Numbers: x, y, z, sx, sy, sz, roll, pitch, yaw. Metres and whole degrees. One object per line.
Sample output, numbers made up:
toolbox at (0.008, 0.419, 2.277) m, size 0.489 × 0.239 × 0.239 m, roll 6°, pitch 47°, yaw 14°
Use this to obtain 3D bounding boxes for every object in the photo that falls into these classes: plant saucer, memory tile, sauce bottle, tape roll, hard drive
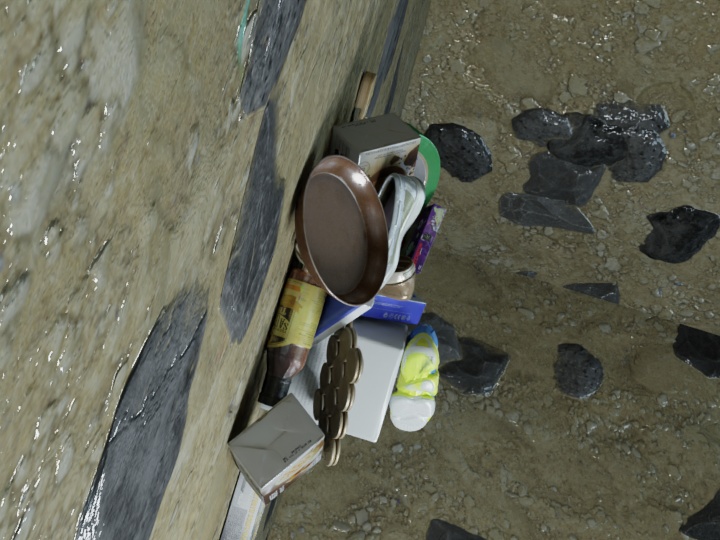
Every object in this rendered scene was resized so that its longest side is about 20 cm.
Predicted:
plant saucer at (-0.028, -0.051, 1.332) m, size 0.200 × 0.034 × 0.202 m, roll 20°, pitch 65°, yaw -53°
memory tile at (-0.034, 0.169, 1.477) m, size 0.154 × 0.017 × 0.201 m, roll -112°, pitch -148°, yaw -57°
sauce bottle at (-0.100, 0.098, 1.451) m, size 0.066 × 0.066 × 0.201 m, roll 92°, pitch 15°, yaw -83°
tape roll at (0.037, -0.146, 1.646) m, size 0.048 × 0.199 × 0.201 m, roll 46°, pitch -48°, yaw 39°
hard drive at (-0.036, 0.027, 1.480) m, size 0.200 × 0.025 × 0.133 m, roll -36°, pitch -139°, yaw 52°

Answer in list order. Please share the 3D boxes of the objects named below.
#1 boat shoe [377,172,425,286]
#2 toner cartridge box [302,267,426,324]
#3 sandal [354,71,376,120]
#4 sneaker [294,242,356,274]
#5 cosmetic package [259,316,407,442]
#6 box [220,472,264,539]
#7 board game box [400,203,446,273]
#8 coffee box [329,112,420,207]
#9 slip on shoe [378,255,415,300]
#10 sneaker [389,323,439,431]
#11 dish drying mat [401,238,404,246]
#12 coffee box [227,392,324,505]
boat shoe at (0.026, -0.051, 1.493) m, size 0.065 × 0.074 × 0.203 m, roll 9°, pitch 116°, yaw -48°
toner cartridge box at (0.003, 0.039, 1.654) m, size 0.095 × 0.199 × 0.043 m, roll 39°, pitch -68°, yaw 48°
sandal at (0.015, -0.239, 1.764) m, size 0.078 × 0.069 × 0.213 m, roll -70°, pitch 176°, yaw -58°
sneaker at (-0.059, -0.045, 1.454) m, size 0.071 × 0.075 × 0.200 m, roll -65°, pitch -157°, yaw 19°
cosmetic package at (-0.040, 0.154, 1.650) m, size 0.165 × 0.199 × 0.166 m, roll -62°, pitch 168°, yaw -78°
box at (-0.184, 0.380, 1.706) m, size 0.158 × 0.048 × 0.201 m, roll 43°, pitch 64°, yaw -89°
board game box at (0.084, -0.046, 1.765) m, size 0.121 × 0.032 × 0.200 m, roll -63°, pitch -168°, yaw -12°
coffee box at (0.012, -0.127, 1.535) m, size 0.113 × 0.080 × 0.201 m, roll -18°, pitch 137°, yaw -29°
slip on shoe at (0.000, 0.000, 1.598) m, size 0.076 × 0.199 × 0.061 m, roll -46°, pitch 136°, yaw -44°
sneaker at (0.099, 0.173, 1.678) m, size 0.105 × 0.075 × 0.201 m, roll -73°, pitch 176°, yaw -51°
dish drying mat at (0.063, -0.083, 1.826) m, size 0.077 × 0.018 × 0.200 m, roll -56°, pitch -166°, yaw 33°
coffee box at (-0.118, 0.258, 1.434) m, size 0.114 × 0.080 × 0.200 m, roll -37°, pitch 167°, yaw -15°
